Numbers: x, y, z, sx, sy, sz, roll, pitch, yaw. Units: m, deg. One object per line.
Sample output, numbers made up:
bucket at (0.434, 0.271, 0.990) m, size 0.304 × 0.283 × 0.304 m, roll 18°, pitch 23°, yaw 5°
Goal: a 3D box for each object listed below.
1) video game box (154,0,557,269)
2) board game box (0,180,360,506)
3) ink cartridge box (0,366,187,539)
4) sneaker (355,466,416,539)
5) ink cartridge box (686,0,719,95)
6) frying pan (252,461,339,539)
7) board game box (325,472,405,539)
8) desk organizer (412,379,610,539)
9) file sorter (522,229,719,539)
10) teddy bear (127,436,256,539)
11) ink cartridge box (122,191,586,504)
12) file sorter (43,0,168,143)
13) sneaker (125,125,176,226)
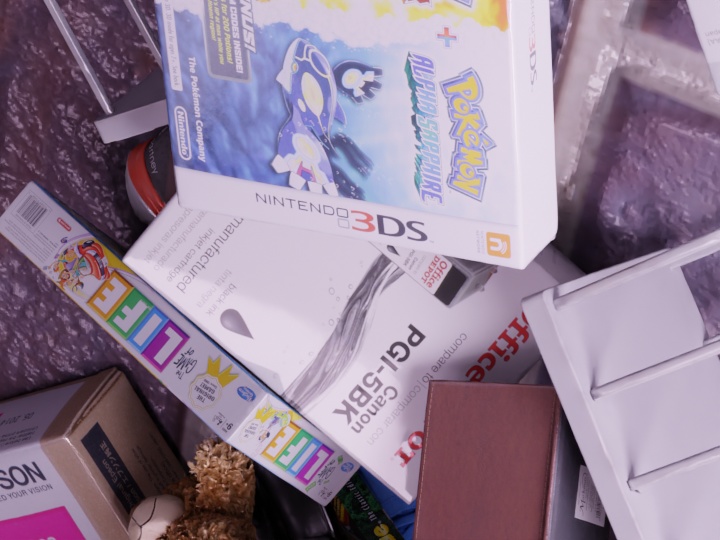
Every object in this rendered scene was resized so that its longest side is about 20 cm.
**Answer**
video game box at (-0.005, -0.108, 1.092) m, size 0.182 × 0.047 × 0.201 m, roll 9°, pitch 122°, yaw 24°
board game box at (-0.099, 0.040, 1.351) m, size 0.200 × 0.034 × 0.134 m, roll 40°, pitch 179°, yaw 30°
ink cartridge box at (-0.197, 0.164, 1.571) m, size 0.200 × 0.075 × 0.165 m, roll -16°, pitch 115°, yaw 38°
sneaker at (0.052, 0.171, 1.433) m, size 0.066 × 0.078 × 0.200 m, roll -25°, pitch 107°, yaw 42°
ink cartridge box at (0.226, -0.176, 1.099) m, size 0.200 × 0.044 × 0.174 m, roll -7°, pitch 120°, yaw 33°
frying pan at (-0.025, 0.166, 1.438) m, size 0.190 × 0.031 × 0.115 m, roll 51°, pitch 157°, yaw 41°
board game box at (0.008, 0.212, 1.468) m, size 0.105 × 0.023 × 0.200 m, roll 50°, pitch 153°, yaw 35°
desk organizer at (0.072, 0.156, 1.227) m, size 0.077 × 0.072 × 0.201 m, roll 1°, pitch 79°, yaw 30°
file sorter at (0.196, 0.074, 1.187) m, size 0.124 × 0.139 × 0.200 m, roll -26°, pitch 85°, yaw 34°
teddy bear at (-0.089, 0.172, 1.405) m, size 0.067 × 0.200 × 0.145 m, roll -2°, pitch 125°, yaw -16°
ink cartridge box at (0.000, 0.000, 1.289) m, size 0.200 × 0.083 × 0.147 m, roll 40°, pitch 100°, yaw -3°
file sorter at (-0.045, -0.166, 1.199) m, size 0.200 × 0.139 × 0.125 m, roll -13°, pitch 112°, yaw 36°
sneaker at (-0.041, -0.008, 1.358) m, size 0.200 × 0.077 × 0.082 m, roll 45°, pitch 126°, yaw -7°
